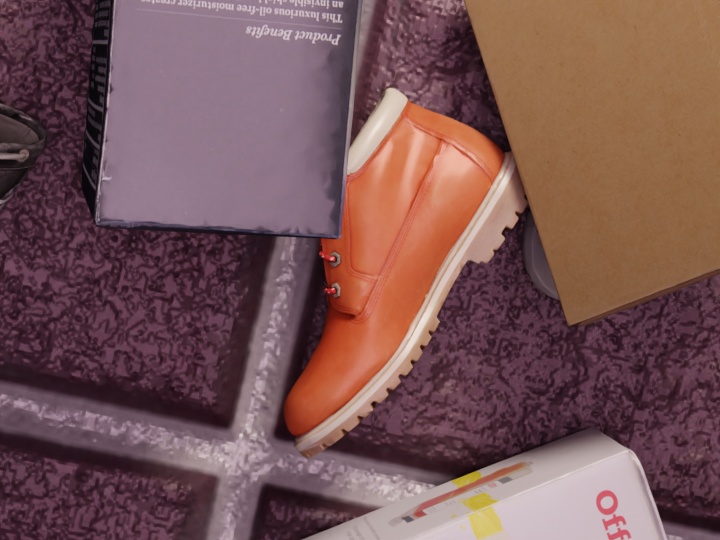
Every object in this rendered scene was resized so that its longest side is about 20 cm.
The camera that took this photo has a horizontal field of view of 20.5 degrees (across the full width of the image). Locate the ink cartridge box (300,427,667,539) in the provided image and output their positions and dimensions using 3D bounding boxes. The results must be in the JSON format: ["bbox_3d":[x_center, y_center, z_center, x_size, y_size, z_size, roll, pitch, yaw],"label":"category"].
[{"bbox_3d":[0.072,0.192,1.093,0.199,0.083,0.146,-21,99,-6],"label":"ink cartridge box"}]

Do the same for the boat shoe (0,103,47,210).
[{"bbox_3d":[-0.246,-0.082,0.981,0.200,0.071,0.064,17,129,-44],"label":"boat shoe"}]

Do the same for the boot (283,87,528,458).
[{"bbox_3d":[0.000,0.000,1.072,0.107,0.075,0.200,34,82,-8],"label":"boot"}]

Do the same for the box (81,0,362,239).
[{"bbox_3d":[-0.070,-0.124,0.979,0.123,0.200,0.199,5,96,-10],"label":"box"}]

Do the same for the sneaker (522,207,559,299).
[{"bbox_3d":[0.167,-0.064,1.066,0.074,0.116,0.200,37,91,-13],"label":"sneaker"}]

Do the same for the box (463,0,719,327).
[{"bbox_3d":[0.148,-0.091,1.019,0.163,0.021,0.201,-23,79,28],"label":"box"}]
